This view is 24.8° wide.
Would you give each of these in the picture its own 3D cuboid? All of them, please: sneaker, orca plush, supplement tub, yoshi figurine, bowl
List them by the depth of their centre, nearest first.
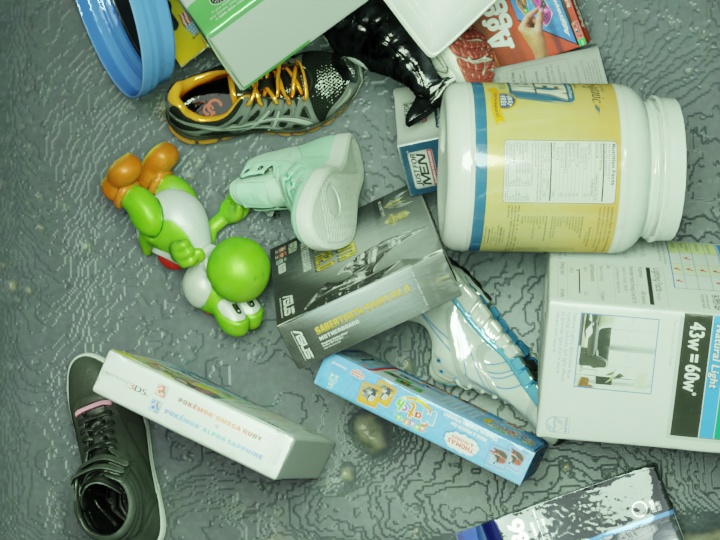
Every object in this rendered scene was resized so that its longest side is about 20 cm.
[{"bbox_3d":[0.168,-0.088,1.404,0.198,0.145,0.146,1,82,-2],"label":"supplement tub"},{"bbox_3d":[-0.004,-0.209,1.499,0.105,0.071,0.201,-48,58,33],"label":"orca plush"},{"bbox_3d":[-0.066,-0.061,1.507,0.117,0.201,0.074,-13,111,13],"label":"sneaker"},{"bbox_3d":[0.114,0.089,1.514,0.087,0.075,0.200,-41,73,12],"label":"sneaker"},{"bbox_3d":[-0.239,0.167,1.533,0.070,0.099,0.201,-20,78,7],"label":"sneaker"},{"bbox_3d":[0.054,-0.218,1.545,0.200,0.078,0.082,50,116,36],"label":"sneaker"},{"bbox_3d":[-0.150,-0.035,1.547,0.112,0.112,0.200,-37,81,-5],"label":"yoshi figurine"},{"bbox_3d":[-0.229,-0.264,1.551,0.039,0.201,0.202,-21,78,-20],"label":"bowl"},{"bbox_3d":[-0.095,-0.169,1.571,0.198,0.077,0.079,-16,77,3],"label":"sneaker"}]

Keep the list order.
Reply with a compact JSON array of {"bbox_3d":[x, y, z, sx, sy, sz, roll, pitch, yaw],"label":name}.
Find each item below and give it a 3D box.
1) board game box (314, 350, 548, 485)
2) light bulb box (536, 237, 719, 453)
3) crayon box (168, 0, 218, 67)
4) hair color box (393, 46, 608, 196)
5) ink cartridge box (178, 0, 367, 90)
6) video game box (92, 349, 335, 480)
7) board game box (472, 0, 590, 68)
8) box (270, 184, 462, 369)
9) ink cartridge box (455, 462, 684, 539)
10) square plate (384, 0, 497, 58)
[{"bbox_3d":[0.067,0.128,1.466,0.199,0.151,0.037,25,92,12],"label":"board game box"},{"bbox_3d":[0.255,0.057,1.405,0.198,0.198,0.126,5,109,6],"label":"light bulb box"},{"bbox_3d":[-0.122,-0.299,1.607,0.199,0.051,0.127,-34,78,2],"label":"crayon box"},{"bbox_3d":[0.134,-0.139,1.518,0.198,0.061,0.100,-11,37,7],"label":"hair color box"},{"bbox_3d":[-0.106,-0.284,1.493,0.146,0.084,0.200,-36,51,1],"label":"ink cartridge box"},{"bbox_3d":[-0.126,0.132,1.470,0.181,0.200,0.047,27,88,12],"label":"video game box"},{"bbox_3d":[0.132,-0.289,1.524,0.102,0.019,0.201,-16,107,28],"label":"board game box"},{"bbox_3d":[0.000,0.000,1.474,0.158,0.200,0.049,-25,111,5],"label":"box"},{"bbox_3d":[0.192,0.253,1.488,0.199,0.039,0.100,-21,80,6],"label":"ink cartridge box"},{"bbox_3d":[0.080,-0.327,1.466,0.200,0.028,0.199,-40,80,9],"label":"square plate"}]
